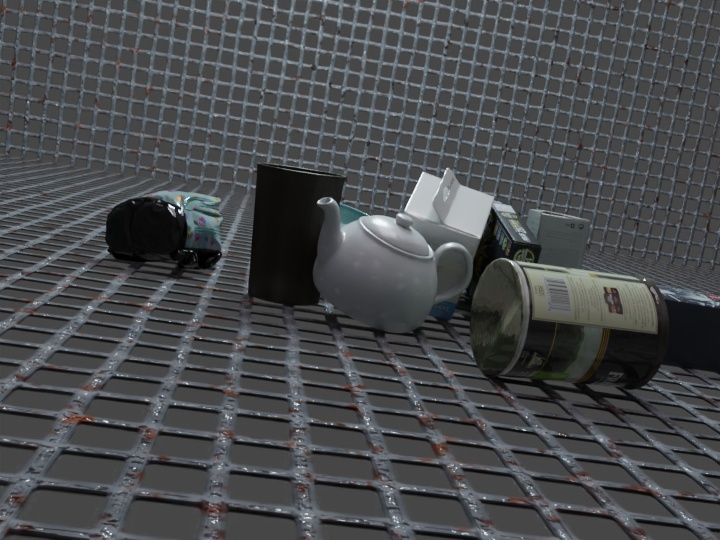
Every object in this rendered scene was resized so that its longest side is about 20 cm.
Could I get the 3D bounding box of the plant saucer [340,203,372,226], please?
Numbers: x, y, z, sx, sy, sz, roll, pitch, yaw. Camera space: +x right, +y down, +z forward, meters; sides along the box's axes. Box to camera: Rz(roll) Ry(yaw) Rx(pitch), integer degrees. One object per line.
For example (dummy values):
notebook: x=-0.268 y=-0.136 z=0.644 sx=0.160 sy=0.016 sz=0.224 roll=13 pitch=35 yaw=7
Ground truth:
plant saucer: x=-0.030 y=-0.063 z=1.472 sx=0.199 sy=0.036 sz=0.200 roll=18 pitch=24 yaw=-9

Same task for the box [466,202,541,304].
box: x=0.220 y=-0.001 z=1.311 sx=0.049 sy=0.162 sz=0.200 roll=8 pitch=21 yaw=-6

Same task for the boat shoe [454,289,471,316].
boat shoe: x=0.178 y=0.042 z=1.444 sx=0.199 sy=0.062 sz=0.073 roll=10 pitch=8 yaw=2

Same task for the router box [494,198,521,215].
router box: x=0.191 y=-0.066 z=1.525 sx=0.051 sy=0.149 sz=0.200 roll=44 pitch=22 yaw=30

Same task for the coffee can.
coffee can: x=0.257 y=0.068 z=1.054 sx=0.199 sy=0.147 sz=0.146 roll=7 pitch=8 yaw=-16

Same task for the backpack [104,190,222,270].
backpack: x=-0.310 y=-0.071 z=1.421 sx=0.166 sy=0.127 sz=0.200 roll=9 pitch=4 yaw=22

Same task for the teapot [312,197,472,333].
teapot: x=0.039 y=-0.013 z=1.213 sx=0.197 sy=0.146 sz=0.200 roll=34 pitch=19 yaw=20

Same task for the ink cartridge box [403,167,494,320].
ink cartridge box: x=0.124 y=-0.047 z=1.338 sx=0.125 sy=0.201 sz=0.129 roll=20 pitch=40 yaw=5

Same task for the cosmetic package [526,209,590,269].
cosmetic package: x=0.293 y=0.009 z=1.320 sx=0.081 sy=0.201 sz=0.113 roll=11 pitch=6 yaw=0

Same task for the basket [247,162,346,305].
basket: x=-0.104 y=-0.055 z=1.287 sx=0.135 sy=0.201 sz=0.180 roll=10 pitch=7 yaw=5

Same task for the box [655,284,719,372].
box: x=0.522 y=0.089 z=1.380 sx=0.199 sy=0.105 sz=0.182 roll=9 pitch=9 yaw=-4
